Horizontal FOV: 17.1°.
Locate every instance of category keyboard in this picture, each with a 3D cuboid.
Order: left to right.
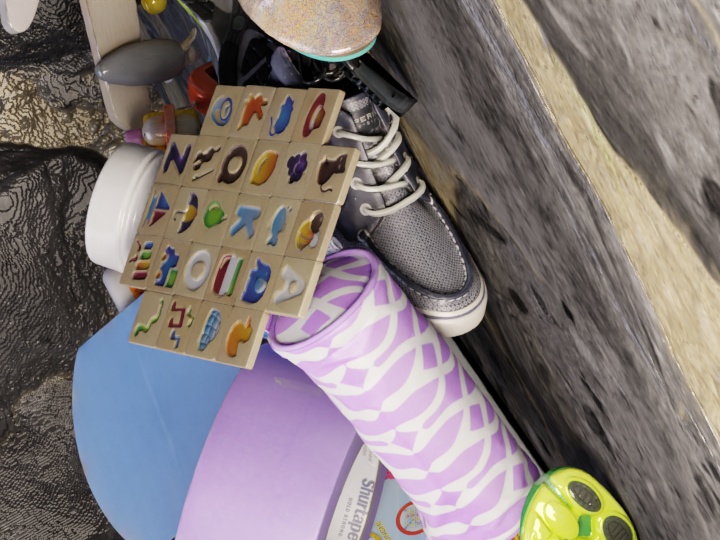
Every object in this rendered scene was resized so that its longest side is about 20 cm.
[{"bbox_3d":[-0.042,-0.140,1.353,0.104,0.040,0.200,31,-167,-51],"label":"keyboard"}]

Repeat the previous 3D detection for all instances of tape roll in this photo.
[{"bbox_3d":[-0.047,0.152,1.494,0.085,0.201,0.200,16,162,11],"label":"tape roll"}]

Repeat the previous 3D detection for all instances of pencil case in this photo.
[{"bbox_3d":[0.023,0.079,1.382,0.200,0.085,0.084,52,-154,-25],"label":"pencil case"}]

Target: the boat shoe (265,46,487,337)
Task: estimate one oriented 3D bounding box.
[{"bbox_3d":[0.005,-0.054,1.415,0.200,0.075,0.093,46,150,26],"label":"boat shoe"}]

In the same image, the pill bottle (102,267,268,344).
[{"bbox_3d":[-0.077,0.002,1.747,0.110,0.200,0.110,61,174,10],"label":"pill bottle"}]

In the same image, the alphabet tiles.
[{"bbox_3d":[-0.074,-0.029,1.400,0.006,0.167,0.200,24,171,-35],"label":"alphabet tiles"}]

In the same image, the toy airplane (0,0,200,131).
[{"bbox_3d":[-0.180,-0.234,1.765,0.200,0.141,0.200,54,-137,-40],"label":"toy airplane"}]

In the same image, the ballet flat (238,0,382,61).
[{"bbox_3d":[-0.048,-0.184,1.272,0.200,0.068,0.067,53,163,46],"label":"ballet flat"}]

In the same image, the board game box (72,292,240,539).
[{"bbox_3d":[-0.125,0.097,1.661,0.200,0.039,0.158,-38,67,41],"label":"board game box"}]

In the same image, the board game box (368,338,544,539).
[{"bbox_3d":[0.011,0.145,1.657,0.200,0.195,0.056,57,177,42],"label":"board game box"}]

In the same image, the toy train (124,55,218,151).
[{"bbox_3d":[-0.084,-0.102,1.719,0.200,0.150,0.056,47,153,39],"label":"toy train"}]

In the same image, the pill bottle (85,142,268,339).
[{"bbox_3d":[-0.067,-0.016,1.520,0.199,0.113,0.112,17,159,15],"label":"pill bottle"}]

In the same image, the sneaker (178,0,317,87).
[{"bbox_3d":[-0.071,-0.151,1.684,0.081,0.074,0.201,56,-169,-70],"label":"sneaker"}]

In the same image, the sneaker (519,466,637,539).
[{"bbox_3d":[0.128,0.182,1.421,0.084,0.074,0.200,50,169,45],"label":"sneaker"}]
